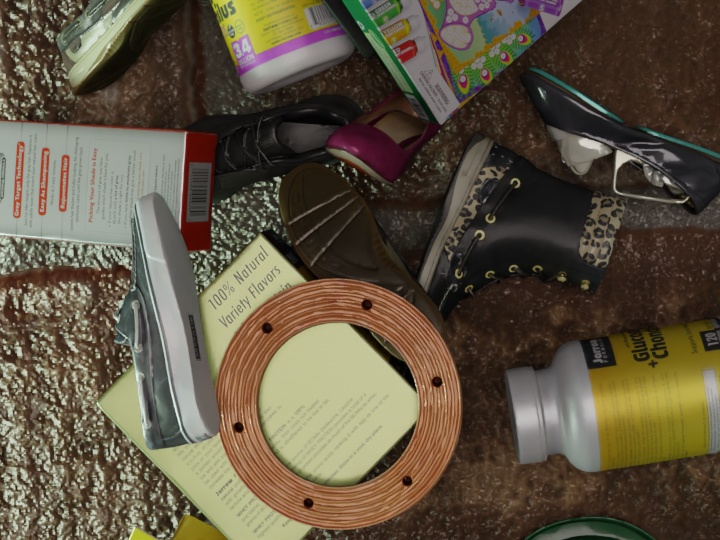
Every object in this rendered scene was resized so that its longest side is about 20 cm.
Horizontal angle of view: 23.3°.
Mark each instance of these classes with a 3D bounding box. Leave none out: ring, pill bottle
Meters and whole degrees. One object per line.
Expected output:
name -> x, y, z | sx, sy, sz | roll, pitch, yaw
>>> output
ring -> -0.017, 0.106, 1.391 | 0.198, 0.019, 0.203 | 0, 95, 4
pill bottle -> -0.084, -0.259, 1.475 | 0.103, 0.104, 0.202 | -21, 91, 2
pill bottle -> 0.226, 0.109, 1.478 | 0.197, 0.112, 0.113 | -9, 92, 1

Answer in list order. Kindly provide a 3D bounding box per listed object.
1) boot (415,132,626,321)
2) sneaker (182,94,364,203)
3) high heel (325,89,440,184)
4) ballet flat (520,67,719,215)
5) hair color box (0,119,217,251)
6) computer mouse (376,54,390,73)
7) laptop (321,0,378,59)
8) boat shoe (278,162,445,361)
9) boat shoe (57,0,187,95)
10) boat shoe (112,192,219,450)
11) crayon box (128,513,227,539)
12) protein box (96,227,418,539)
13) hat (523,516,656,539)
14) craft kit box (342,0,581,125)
boot -> 0.129, 0.002, 1.493 | 0.152, 0.073, 0.206 | 20, 89, 2
sneaker -> -0.093, -0.107, 1.489 | 0.198, 0.091, 0.077 | -19, 93, 3
high heel -> 0.025, -0.126, 1.432 | 0.067, 0.200, 0.097 | 28, 98, 6
ballet flat -> 0.218, -0.104, 1.493 | 0.198, 0.073, 0.074 | 25, 93, -2
hair color box -> -0.223, -0.073, 1.476 | 0.198, 0.061, 0.103 | 6, 94, 21
computer mouse -> 0.082, -0.262, 1.460 | 0.199, 0.053, 0.140 | -29, 93, -4
laptop -> -0.004, -0.315, 1.426 | 0.187, 0.116, 0.200 | -43, 116, -8
boat shoe -> 0.000, 0.000, 1.448 | 0.073, 0.065, 0.201 | -33, 71, -3
boat shoe -> -0.197, -0.226, 1.462 | 0.066, 0.072, 0.201 | 53, 129, 7
boat shoe -> -0.163, 0.041, 1.377 | 0.067, 0.072, 0.202 | -14, 82, 11
crayon box -> -0.120, 0.296, 1.502 | 0.198, 0.051, 0.128 | 28, 118, 0
protein box -> -0.077, 0.105, 1.474 | 0.200, 0.135, 0.199 | 45, 93, -1
hat -> 0.187, 0.303, 1.454 | 0.197, 0.176, 0.168 | -8, 92, 2
craft kit box -> 0.076, -0.256, 1.389 | 0.197, 0.048, 0.201 | -43, 116, -12
